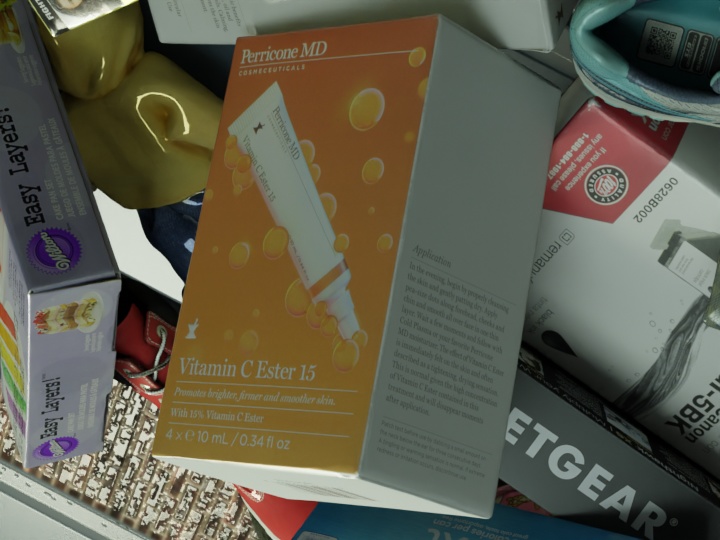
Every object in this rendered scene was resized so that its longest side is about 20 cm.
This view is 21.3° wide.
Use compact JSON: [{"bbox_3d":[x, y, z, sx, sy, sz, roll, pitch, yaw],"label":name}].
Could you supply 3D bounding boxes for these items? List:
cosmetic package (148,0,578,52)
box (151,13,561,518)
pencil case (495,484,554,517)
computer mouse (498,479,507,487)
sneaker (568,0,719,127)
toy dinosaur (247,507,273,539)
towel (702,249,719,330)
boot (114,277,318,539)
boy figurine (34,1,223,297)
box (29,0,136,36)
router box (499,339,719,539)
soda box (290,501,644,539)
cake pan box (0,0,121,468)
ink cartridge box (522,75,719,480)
[{"bbox_3d":[-0.002,-0.164,0.870,0.199,0.085,0.108,4,128,22],"label":"cosmetic package"},{"bbox_3d":[0.000,0.000,0.854,0.124,0.201,0.097,-1,163,40],"label":"box"},{"bbox_3d":[0.109,0.182,1.057,0.083,0.086,0.200,45,172,29],"label":"pencil case"},{"bbox_3d":[0.031,0.083,1.028,0.046,0.141,0.200,-37,106,28],"label":"computer mouse"},{"bbox_3d":[0.178,-0.081,0.779,0.199,0.086,0.078,6,93,19],"label":"sneaker"},{"bbox_3d":[-0.022,0.157,1.153,0.200,0.077,0.102,30,127,-4],"label":"toy dinosaur"},{"bbox_3d":[0.262,-0.045,0.818,0.192,0.035,0.201,16,97,16],"label":"towel"},{"bbox_3d":[-0.071,0.082,1.028,0.200,0.072,0.144,40,180,37],"label":"boot"},{"bbox_3d":[-0.116,-0.071,1.019,0.124,0.064,0.200,-16,118,35],"label":"boy figurine"},{"bbox_3d":[-0.076,-0.163,0.806,0.200,0.050,0.075,-13,116,43],"label":"box"},{"bbox_3d":[0.103,0.079,0.973,0.200,0.157,0.052,35,100,-4],"label":"router box"},{"bbox_3d":[0.067,0.157,0.910,0.200,0.064,0.068,11,134,31],"label":"soda box"},{"bbox_3d":[-0.175,-0.018,0.997,0.052,0.185,0.200,-11,153,-17],"label":"cake pan box"},{"bbox_3d":[0.163,-0.001,0.927,0.200,0.083,0.147,35,133,-4],"label":"ink cartridge box"}]
